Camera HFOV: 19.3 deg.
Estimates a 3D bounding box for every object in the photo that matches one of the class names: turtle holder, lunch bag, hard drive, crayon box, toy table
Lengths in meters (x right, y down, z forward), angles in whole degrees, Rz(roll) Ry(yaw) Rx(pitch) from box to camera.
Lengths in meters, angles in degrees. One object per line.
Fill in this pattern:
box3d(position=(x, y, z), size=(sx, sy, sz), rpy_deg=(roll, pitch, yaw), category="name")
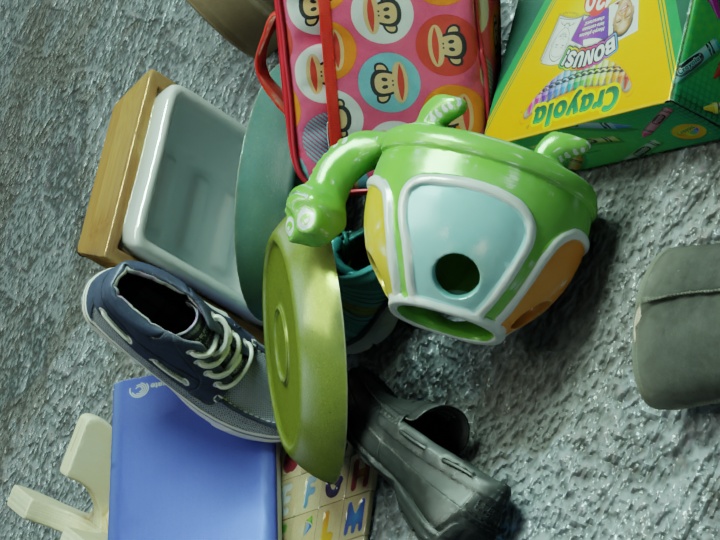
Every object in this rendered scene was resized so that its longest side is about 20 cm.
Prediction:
box3d(position=(0.056, -0.032, 1.369), size=(0.141, 0.185, 0.132), rpy_deg=(-18, 52, 69), category="turtle holder")
box3d(position=(0.011, -0.154, 1.485), size=(0.082, 0.176, 0.200), rpy_deg=(-52, -41, -67), category="lunch bag")
box3d(position=(-0.126, 0.161, 1.615), size=(0.132, 0.025, 0.200), rpy_deg=(-11, 50, 9), category="hard drive")
box3d(position=(0.170, -0.136, 1.380), size=(0.200, 0.058, 0.119), rpy_deg=(-11, 60, 57), category="crayon box")
box3d(position=(-0.203, 0.215, 1.706), size=(0.184, 0.117, 0.200), rpy_deg=(-3, 68, 59), category="toy table")

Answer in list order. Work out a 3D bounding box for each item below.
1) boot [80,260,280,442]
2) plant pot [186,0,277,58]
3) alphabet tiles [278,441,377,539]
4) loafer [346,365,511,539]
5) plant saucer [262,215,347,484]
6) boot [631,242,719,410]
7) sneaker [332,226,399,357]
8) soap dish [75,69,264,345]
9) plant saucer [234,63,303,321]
box3d(position=(-0.112, 0.063, 1.557), size=(0.073, 0.200, 0.090), rpy_deg=(-63, 13, -15), category="boot")
box3d(position=(-0.087, -0.312, 1.842), size=(0.175, 0.200, 0.200), rpy_deg=(-40, 34, 10), category="plant pot")
box3d(position=(-0.043, 0.208, 1.550), size=(0.166, 0.006, 0.200), rpy_deg=(-26, 48, 51), category="alphabet tiles")
box3d(position=(0.043, 0.117, 1.412), size=(0.070, 0.068, 0.201), rpy_deg=(-52, 35, 9), category="loafer")
box3d(position=(-0.042, 0.051, 1.482), size=(0.200, 0.031, 0.200), rpy_deg=(176, 90, -80), category="plant saucer")
box3d(position=(0.240, -0.010, 1.175), size=(0.200, 0.073, 0.182), rpy_deg=(-11, 59, 65), category="boot")
box3d(position=(0.000, 0.000, 1.548), size=(0.200, 0.080, 0.078), rpy_deg=(-39, 39, 47), category="sneaker")
box3d(position=(-0.129, -0.043, 1.673), size=(0.081, 0.200, 0.158), rpy_deg=(-5, 64, 38), category="soap dish")
box3d(position=(-0.047, -0.058, 1.618), size=(0.036, 0.200, 0.200), rpy_deg=(5, 69, 15), category="plant saucer")
